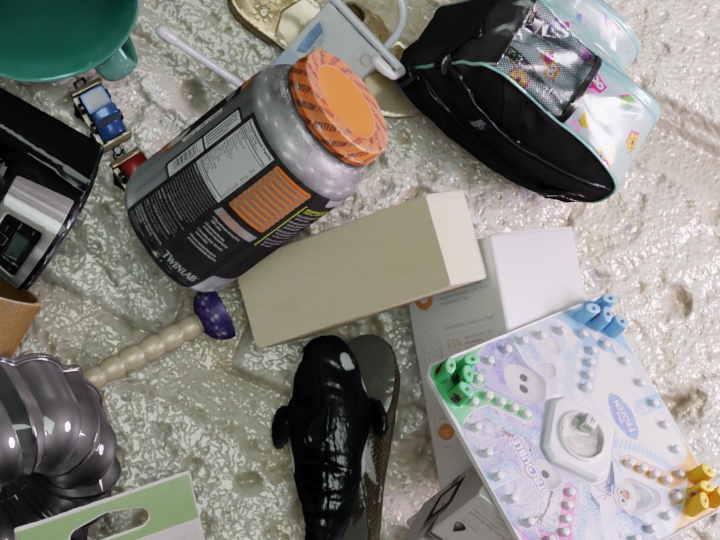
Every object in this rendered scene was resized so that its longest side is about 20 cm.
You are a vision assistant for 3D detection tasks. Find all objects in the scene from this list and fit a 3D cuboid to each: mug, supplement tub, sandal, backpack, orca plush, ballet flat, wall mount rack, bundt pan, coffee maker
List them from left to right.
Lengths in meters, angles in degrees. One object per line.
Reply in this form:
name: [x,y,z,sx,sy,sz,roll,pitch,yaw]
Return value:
coffee maker: [-0.312,-0.104,1.515,0.199,0.135,0.193,32,53,-17]
bundt pan: [-0.272,0.167,1.466,0.201,0.203,0.076,-35,50,-14]
mug: [-0.262,-0.236,1.533,0.151,0.186,0.115,-11,53,-14]
supplement tub: [-0.082,-0.081,1.505,0.199,0.122,0.123,-34,90,26]
wall mount rack: [-0.063,-0.184,1.575,0.174,0.075,0.200,46,107,3]
orca plush: [-0.044,0.148,1.559,0.104,0.071,0.202,13,81,26]
sandal: [-0.018,-0.200,1.629,0.211,0.070,0.078,29,78,-6]
ballet flat: [0.001,0.156,1.604,0.067,0.046,0.202,-1,76,22]
backpack: [0.154,-0.154,1.605,0.200,0.175,0.154,44,69,-18]

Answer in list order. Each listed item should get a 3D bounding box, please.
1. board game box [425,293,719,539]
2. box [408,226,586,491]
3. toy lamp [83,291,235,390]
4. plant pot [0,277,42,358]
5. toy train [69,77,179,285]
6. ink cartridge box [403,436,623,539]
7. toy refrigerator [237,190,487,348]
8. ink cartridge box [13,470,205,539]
board game box: [0.174,0.129,1.475,0.199,0.026,0.201,-19,74,-36]
box: [0.122,0.075,1.581,0.097,0.124,0.202,-6,84,-37]
toy lamp: [-0.201,0.079,1.563,0.199,0.058,0.059,-29,89,-12]
plant pot: [-0.374,0.082,1.482,0.185,0.186,0.201,23,93,-8]
toy train: [-0.188,-0.076,1.591,0.034,0.046,0.201,-30,89,-13]
ink cartridge box: [0.108,0.226,1.528,0.116,0.200,0.067,37,53,-4]
toy refrigerator: [0.000,0.000,1.550,0.199,0.070,0.077,-20,85,32]
ink cartridge box: [-0.189,0.243,1.492,0.144,0.048,0.201,-18,125,-13]
